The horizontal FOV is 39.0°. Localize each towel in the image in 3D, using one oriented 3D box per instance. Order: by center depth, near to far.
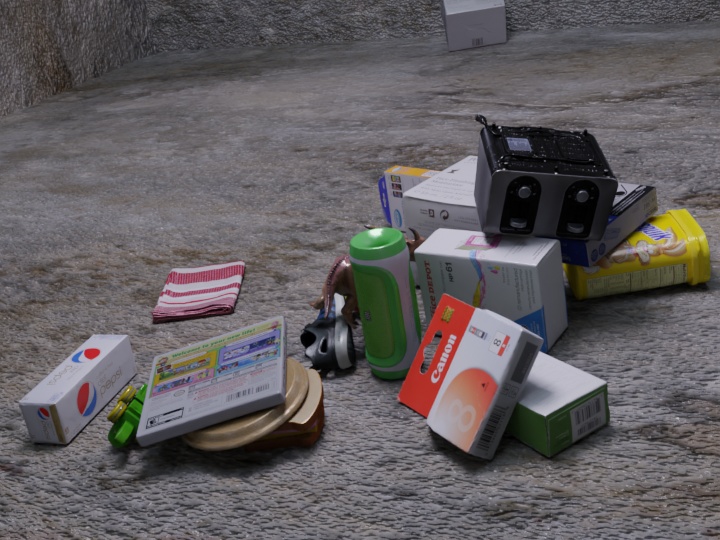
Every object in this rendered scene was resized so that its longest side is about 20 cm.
[{"bbox_3d":[-0.282,0.032,1.798,0.143,0.023,0.200,-7,23,4],"label":"towel"}]

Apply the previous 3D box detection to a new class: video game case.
[{"bbox_3d":[-0.193,0.144,1.356,0.198,0.022,0.183,-18,29,7],"label":"video game case"}]

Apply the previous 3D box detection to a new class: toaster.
[{"bbox_3d":[0.257,-0.132,1.471,0.179,0.120,0.201,4,30,-3],"label":"toaster"}]

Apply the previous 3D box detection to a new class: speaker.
[{"bbox_3d":[0.037,0.047,1.413,0.088,0.202,0.089,-8,23,4],"label":"speaker"}]

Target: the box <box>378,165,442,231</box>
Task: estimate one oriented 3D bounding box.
[{"bbox_3d":[0.120,-0.125,1.874,0.199,0.120,0.041,14,33,42],"label":"box"}]

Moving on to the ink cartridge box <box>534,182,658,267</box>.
[{"bbox_3d":[0.361,-0.073,1.549,0.094,0.045,0.199,13,37,45],"label":"ink cartridge box"}]

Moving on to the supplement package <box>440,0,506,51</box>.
[{"bbox_3d":[0.360,-0.835,3.271,0.189,0.148,0.201,-7,48,3],"label":"supplement package"}]

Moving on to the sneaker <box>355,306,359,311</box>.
[{"bbox_3d":[0.015,0.042,1.610,0.090,0.079,0.200,-26,23,-2],"label":"sneaker"}]

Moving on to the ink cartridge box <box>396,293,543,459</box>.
[{"bbox_3d":[0.121,0.121,1.275,0.050,0.163,0.199,23,2,-39],"label":"ink cartridge box"}]

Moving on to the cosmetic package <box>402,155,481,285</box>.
[{"bbox_3d":[0.197,-0.074,1.668,0.164,0.166,0.200,12,32,38],"label":"cosmetic package"}]

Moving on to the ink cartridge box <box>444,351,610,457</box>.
[{"bbox_3d":[0.207,0.152,1.286,0.103,0.060,0.200,-22,26,-27],"label":"ink cartridge box"}]

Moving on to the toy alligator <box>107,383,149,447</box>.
[{"bbox_3d":[-0.310,0.192,1.412,0.054,0.059,0.200,-45,12,23],"label":"toy alligator"}]

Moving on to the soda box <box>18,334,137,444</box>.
[{"bbox_3d":[-0.405,0.168,1.478,0.063,0.069,0.200,0,25,21],"label":"soda box"}]

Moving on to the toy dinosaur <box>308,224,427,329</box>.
[{"bbox_3d":[0.000,0.000,1.476,0.086,0.136,0.199,36,33,26],"label":"toy dinosaur"}]

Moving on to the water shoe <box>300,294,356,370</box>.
[{"bbox_3d":[-0.054,0.083,1.531,0.078,0.072,0.200,-12,23,0],"label":"water shoe"}]

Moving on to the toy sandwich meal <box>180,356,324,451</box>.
[{"bbox_3d":[-0.142,0.185,1.349,0.203,0.071,0.206,-16,29,9],"label":"toy sandwich meal"}]

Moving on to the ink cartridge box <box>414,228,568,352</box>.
[{"bbox_3d":[0.188,0.026,1.471,0.199,0.146,0.085,8,32,35],"label":"ink cartridge box"}]

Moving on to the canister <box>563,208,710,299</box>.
[{"bbox_3d":[0.419,-0.024,1.571,0.198,0.087,0.149,-10,24,4],"label":"canister"}]
